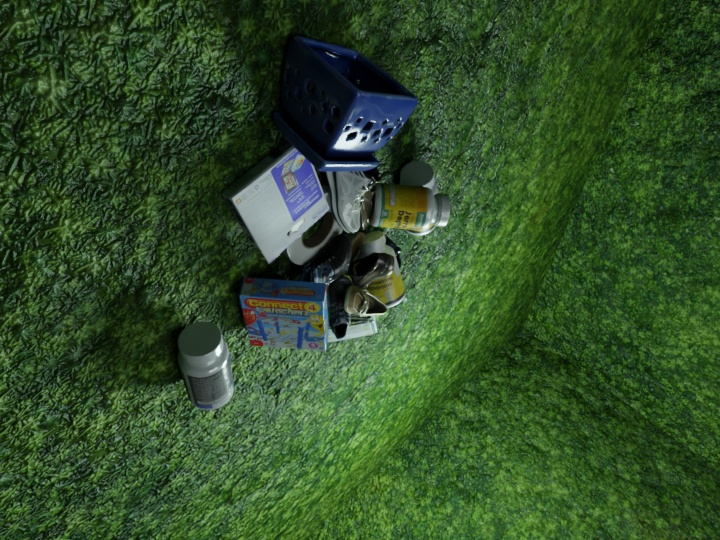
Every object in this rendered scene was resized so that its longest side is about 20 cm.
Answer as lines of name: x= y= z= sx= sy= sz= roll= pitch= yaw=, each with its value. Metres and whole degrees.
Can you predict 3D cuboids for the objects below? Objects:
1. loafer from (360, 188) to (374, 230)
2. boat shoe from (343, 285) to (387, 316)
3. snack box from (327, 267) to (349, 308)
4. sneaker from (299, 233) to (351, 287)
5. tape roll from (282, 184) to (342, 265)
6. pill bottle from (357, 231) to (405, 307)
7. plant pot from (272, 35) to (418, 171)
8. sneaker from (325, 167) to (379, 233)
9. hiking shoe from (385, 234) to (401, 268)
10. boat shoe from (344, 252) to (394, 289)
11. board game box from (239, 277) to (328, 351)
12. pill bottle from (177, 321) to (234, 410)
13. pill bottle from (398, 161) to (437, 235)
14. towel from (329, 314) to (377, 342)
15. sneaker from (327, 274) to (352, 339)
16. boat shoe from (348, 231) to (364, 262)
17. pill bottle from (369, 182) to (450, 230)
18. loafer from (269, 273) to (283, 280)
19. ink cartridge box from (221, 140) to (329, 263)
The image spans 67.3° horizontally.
loafer: x=0.002 y=-0.183 z=1.359 sx=0.067 sy=0.076 sz=0.202 roll=-34 pitch=147 yaw=-19
boat shoe: x=0.013 y=0.086 z=1.418 sx=0.200 sy=0.062 sz=0.075 roll=36 pitch=63 yaw=-66
snack box: x=-0.102 y=0.072 z=1.529 sx=0.199 sy=0.037 sz=0.117 roll=-30 pitch=145 yaw=-37
sneaker: x=-0.092 y=-0.006 z=1.345 sx=0.081 sy=0.073 sz=0.202 roll=28 pitch=93 yaw=-48
tape roll: x=-0.112 y=-0.108 z=1.311 sx=0.202 sy=0.037 sz=0.205 roll=-37 pitch=147 yaw=-28
pill bottle: x=0.054 y=-0.003 z=1.544 sx=0.111 sy=0.111 sz=0.203 roll=-32 pitch=116 yaw=-32
plant pot: x=-0.040 y=-0.306 z=1.040 sx=0.198 sy=0.200 sz=0.181 roll=-13 pitch=141 yaw=-49
sneaker: x=-0.008 y=-0.174 z=1.243 sx=0.076 sy=0.114 sz=0.203 roll=-49 pitch=134 yaw=-44
hiking shoe: x=0.082 y=-0.015 z=1.656 sx=0.074 sy=0.086 sz=0.202 roll=-39 pitch=149 yaw=-23
boat shoe: x=0.000 y=0.000 z=1.444 sx=0.199 sy=0.076 sz=0.073 roll=-32 pitch=137 yaw=33
board game box: x=-0.178 y=0.109 z=1.300 sx=0.198 sy=0.196 sz=0.057 roll=91 pitch=4 yaw=-48
pill bottle: x=-0.352 y=0.217 z=1.233 sx=0.113 sy=0.113 sz=0.202 roll=-33 pitch=146 yaw=-32
pill bottle: x=0.164 y=-0.204 z=1.538 sx=0.114 sy=0.114 sz=0.201 roll=-41 pitch=149 yaw=-20
towel: x=-0.036 y=0.164 z=1.610 sx=0.168 sy=0.049 sz=0.200 roll=-9 pitch=160 yaw=1
sneaker: x=-0.049 y=0.096 z=1.427 sx=0.072 sy=0.082 sz=0.202 roll=-8 pitch=131 yaw=-11
boat shoe: x=-0.069 y=-0.033 z=1.426 sx=0.200 sy=0.064 sz=0.071 roll=-49 pitch=159 yaw=-2
pill bottle: x=0.126 y=-0.164 z=1.406 sx=0.196 sy=0.114 sz=0.114 roll=4 pitch=131 yaw=-8
loafer: x=-0.197 y=0.087 z=1.363 sx=0.071 sy=0.073 sz=0.201 roll=-33 pitch=144 yaw=-13
ink cartridge box: x=-0.171 y=-0.147 z=1.149 sx=0.198 sy=0.043 sz=0.201 roll=-43 pitch=141 yaw=-19
